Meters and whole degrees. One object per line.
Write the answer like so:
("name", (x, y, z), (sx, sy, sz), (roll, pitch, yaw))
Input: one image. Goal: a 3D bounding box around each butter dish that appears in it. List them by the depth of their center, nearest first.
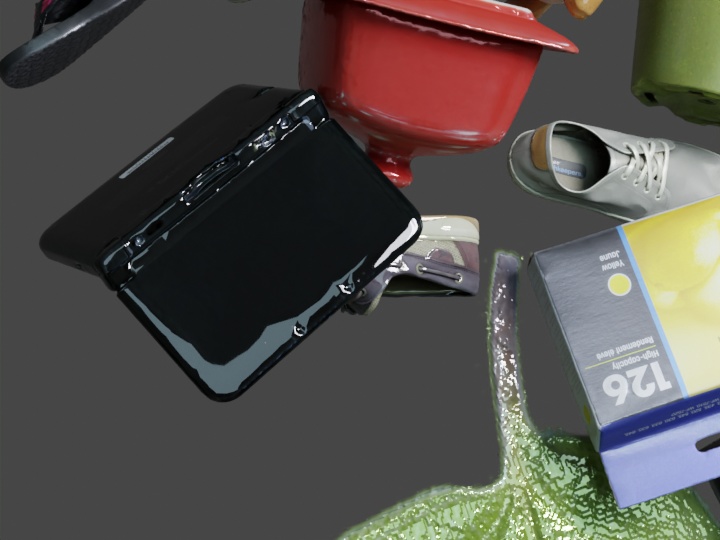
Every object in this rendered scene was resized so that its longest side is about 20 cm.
("butter dish", (0.031, -0.133, 1.198), (0.198, 0.200, 0.149), (10, 98, -15))

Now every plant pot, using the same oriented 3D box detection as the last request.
("plant pot", (0.294, -0.215, 1.295), (0.199, 0.200, 0.191), (16, 86, -14))

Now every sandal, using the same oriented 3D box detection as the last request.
("sandal", (-0.190, -0.196, 1.182), (0.045, 0.075, 0.200), (47, 61, -3))

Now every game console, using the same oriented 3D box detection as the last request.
("game console", (-0.092, -0.026, 1.147), (0.200, 0.176, 0.117), (-41, 118, -22))

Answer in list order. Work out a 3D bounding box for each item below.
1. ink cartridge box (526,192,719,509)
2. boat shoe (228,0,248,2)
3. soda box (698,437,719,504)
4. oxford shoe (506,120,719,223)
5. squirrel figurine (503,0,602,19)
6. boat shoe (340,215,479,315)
("ink cartridge box", (0.251, 0.052, 1.242), (0.196, 0.047, 0.201), (-17, 70, -7))
("boat shoe", (-0.060, -0.290, 1.198), (0.074, 0.062, 0.201), (27, 88, 28))
("soda box", (0.341, 0.211, 1.272), (0.070, 0.063, 0.201), (-25, 88, -21))
("oxford shoe", (0.213, -0.076, 1.295), (0.199, 0.058, 0.076), (9, 74, -18))
("squirrel figurine", (0.122, -0.303, 1.231), (0.186, 0.141, 0.200), (37, 88, -16))
("boat shoe", (0.000, 0.000, 1.201), (0.199, 0.072, 0.065), (-6, 75, -25))
